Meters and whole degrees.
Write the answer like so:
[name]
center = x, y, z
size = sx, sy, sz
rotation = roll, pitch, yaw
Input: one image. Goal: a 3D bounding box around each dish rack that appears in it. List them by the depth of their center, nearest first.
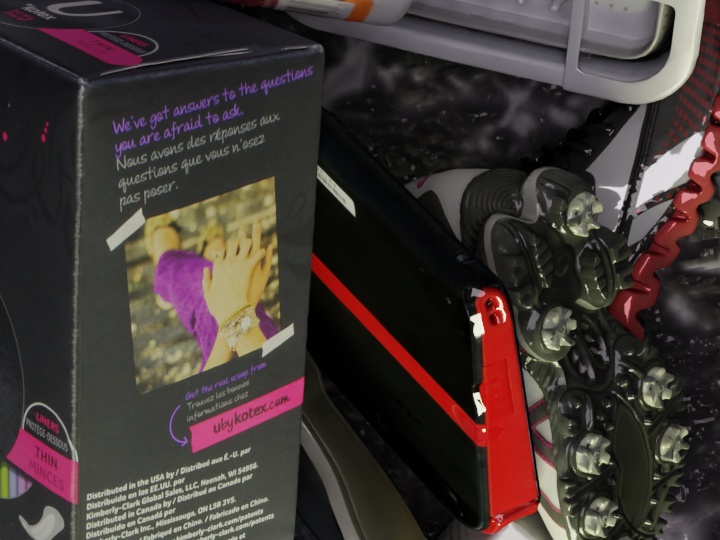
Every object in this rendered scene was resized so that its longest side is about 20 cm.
[dish rack]
center = 0.052, -0.166, 0.723
size = 0.198, 0.044, 0.173
rotation = 15, 131, 18

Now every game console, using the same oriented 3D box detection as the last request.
[game console]
center = 0.000, 0.000, 0.709
size = 0.031, 0.178, 0.200
rotation = -32, 55, -18

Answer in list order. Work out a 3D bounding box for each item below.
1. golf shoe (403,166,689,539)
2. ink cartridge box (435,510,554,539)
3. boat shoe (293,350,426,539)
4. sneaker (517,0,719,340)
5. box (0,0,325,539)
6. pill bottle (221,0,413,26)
[golf shoe]
center = 0.077, 0.042, 0.736
size = 0.077, 0.088, 0.202
rotation = -37, 123, -31
[ink cartridge box]
center = 0.057, 0.217, 0.816
size = 0.145, 0.084, 0.200
rotation = 39, 100, -4
[boat shoe]
center = -0.028, 0.098, 0.750
size = 0.066, 0.074, 0.200
rotation = -34, 86, 15
[sneaker]
center = 0.104, -0.035, 0.774
size = 0.097, 0.071, 0.202
rotation = 23, 102, -4
[box]
center = -0.093, 0.004, 0.661
size = 0.105, 0.122, 0.202
rotation = -13, 116, -38
[pill bottle]
center = -0.073, -0.159, 0.641
size = 0.198, 0.114, 0.116
rotation = 8, 101, -11
